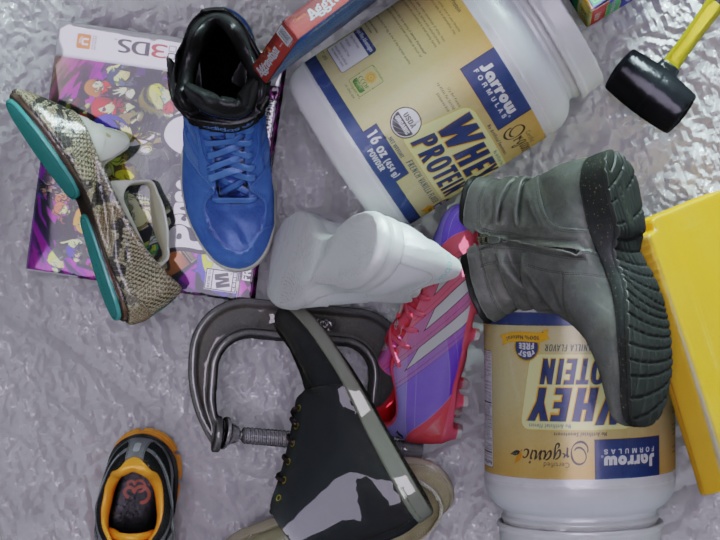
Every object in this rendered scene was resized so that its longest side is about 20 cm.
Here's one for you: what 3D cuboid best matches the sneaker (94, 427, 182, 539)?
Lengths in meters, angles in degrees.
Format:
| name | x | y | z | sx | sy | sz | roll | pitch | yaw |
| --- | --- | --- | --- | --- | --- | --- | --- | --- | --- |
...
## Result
| name | x | y | z | sx | sy | sz | roll | pitch | yaw |
| --- | --- | --- | --- | --- | --- | --- | --- | --- | --- |
| sneaker | -0.178 | 0.225 | 1.550 | 0.078 | 0.077 | 0.200 | -1 | 92 | 2 |

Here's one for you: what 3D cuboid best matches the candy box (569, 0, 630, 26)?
| name | x | y | z | sx | sy | sz | roll | pitch | yaw |
| --- | --- | --- | --- | --- | --- | --- | --- | --- | --- |
| candy box | 0.147 | -0.285 | 1.473 | 0.077 | 0.169 | 0.200 | -33 | 89 | 5 |

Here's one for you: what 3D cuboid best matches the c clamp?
| name | x | y | z | sx | sy | sz | roll | pitch | yaw |
| --- | --- | --- | --- | --- | --- | --- | --- | --- | --- |
| c clamp | -0.041 | 0.108 | 1.546 | 0.200 | 0.027 | 0.171 | 12 | 89 | -11 |

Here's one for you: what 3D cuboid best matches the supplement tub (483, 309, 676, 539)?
| name | x | y | z | sx | sy | sz | roll | pitch | yaw |
| --- | --- | --- | --- | --- | --- | --- | --- | --- | --- |
| supplement tub | 0.163 | 0.107 | 1.494 | 0.144 | 0.144 | 0.200 | -1 | 91 | 3 |

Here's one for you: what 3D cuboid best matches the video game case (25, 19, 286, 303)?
| name | x | y | z | sx | sy | sz | roll | pitch | yaw |
| --- | --- | --- | --- | --- | --- | --- | --- | --- | --- |
| video game case | -0.158 | -0.085 | 1.561 | 0.181 | 0.036 | 0.200 | 9 | 92 | 2 |

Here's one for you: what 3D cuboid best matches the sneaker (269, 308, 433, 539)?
| name | x | y | z | sx | sy | sz | roll | pitch | yaw |
| --- | --- | --- | --- | --- | --- | --- | --- | --- | --- |
| sneaker | -0.039 | 0.122 | 1.483 | 0.106 | 0.075 | 0.200 | -31 | 67 | 0 |

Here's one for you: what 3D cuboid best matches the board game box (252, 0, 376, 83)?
| name | x | y | z | sx | sy | sz | roll | pitch | yaw |
| --- | --- | --- | --- | --- | --- | --- | --- | --- | --- |
| board game box | 0.012 | -0.211 | 1.426 | 0.200 | 0.103 | 0.019 | -39 | 91 | -20 |

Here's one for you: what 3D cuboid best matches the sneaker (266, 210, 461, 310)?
| name | x | y | z | sx | sy | sz | roll | pitch | yaw |
| --- | --- | --- | --- | --- | --- | --- | --- | --- | --- |
| sneaker | 0.000 | 0.000 | 1.459 | 0.088 | 0.200 | 0.075 | 14 | 84 | -27 |

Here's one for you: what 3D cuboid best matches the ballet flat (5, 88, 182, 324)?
| name | x | y | z | sx | sy | sz | roll | pitch | yaw |
| --- | --- | --- | --- | --- | --- | --- | --- | --- | --- |
| ballet flat | -0.195 | -0.058 | 1.520 | 0.075 | 0.068 | 0.200 | -28 | 95 | -17 |

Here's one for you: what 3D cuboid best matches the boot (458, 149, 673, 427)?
| name | x | y | z | sx | sy | sz | roll | pitch | yaw |
| --- | --- | --- | --- | --- | --- | --- | --- | --- | --- |
| boot | 0.140 | 0.020 | 1.401 | 0.131 | 0.068 | 0.200 | -15 | 78 | 32 |

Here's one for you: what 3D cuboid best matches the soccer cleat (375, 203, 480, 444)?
| name | x | y | z | sx | sy | sz | roll | pitch | yaw |
| --- | --- | --- | --- | --- | --- | --- | --- | --- | --- |
| soccer cleat | 0.050 | 0.043 | 1.496 | 0.076 | 0.067 | 0.200 | 4 | 119 | -4 |

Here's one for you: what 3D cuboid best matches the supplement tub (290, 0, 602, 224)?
| name | x | y | z | sx | sy | sz | roll | pitch | yaw |
| --- | --- | --- | --- | --- | --- | --- | --- | --- | --- |
| supplement tub | 0.064 | -0.138 | 1.486 | 0.200 | 0.144 | 0.145 | -33 | 89 | 4 |

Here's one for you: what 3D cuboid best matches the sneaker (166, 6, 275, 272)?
| name | x | y | z | sx | sy | sz | roll | pitch | yaw |
| --- | --- | --- | --- | --- | --- | --- | --- | --- | --- |
| sneaker | -0.102 | -0.097 | 1.485 | 0.077 | 0.111 | 0.200 | -1 | 92 | 0 |

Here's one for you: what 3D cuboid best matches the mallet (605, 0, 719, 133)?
| name | x | y | z | sx | sy | sz | roll | pitch | yaw |
| --- | --- | --- | --- | --- | --- | --- | --- | --- | --- |
| mallet | 0.261 | -0.205 | 1.539 | 0.066 | 0.041 | 0.200 | 29 | 88 | 5 |

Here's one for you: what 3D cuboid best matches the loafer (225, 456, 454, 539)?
| name | x | y | z | sx | sy | sz | roll | pitch | yaw |
| --- | --- | --- | --- | --- | --- | --- | --- | --- | --- |
| loafer | -0.018 | 0.210 | 1.526 | 0.200 | 0.068 | 0.076 | -28 | 116 | 13 |

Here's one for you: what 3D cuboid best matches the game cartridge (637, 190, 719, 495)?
| name | x | y | z | sx | sy | sz | roll | pitch | yaw |
| --- | --- | --- | --- | --- | --- | --- | --- | --- | --- |
| game cartridge | 0.260 | 0.049 | 1.477 | 0.032 | 0.176 | 0.200 | -19 | 89 | 30 |
